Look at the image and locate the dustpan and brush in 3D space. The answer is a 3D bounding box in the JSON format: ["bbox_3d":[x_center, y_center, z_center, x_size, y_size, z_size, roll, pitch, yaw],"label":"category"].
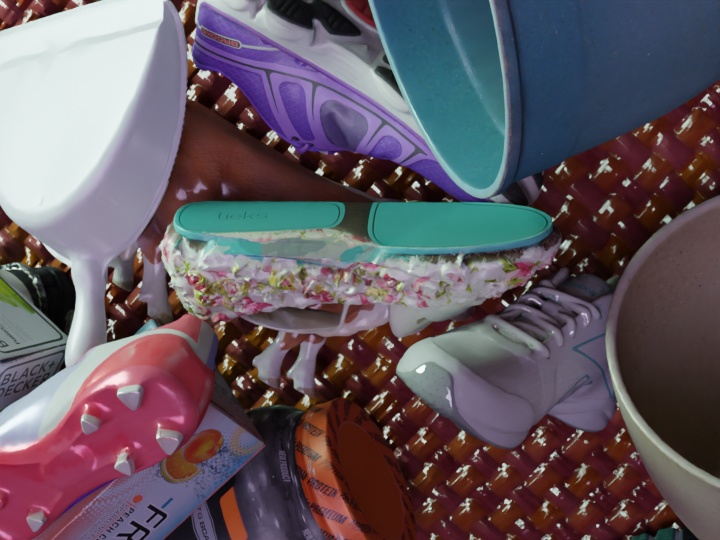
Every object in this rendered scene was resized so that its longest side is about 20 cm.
[{"bbox_3d":[-0.142,-0.031,0.932,0.139,0.057,0.202,-8,67,38],"label":"dustpan and brush"}]

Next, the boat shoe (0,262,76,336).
[{"bbox_3d":[-0.220,0.081,1.036,0.074,0.060,0.201,36,114,24],"label":"boat shoe"}]

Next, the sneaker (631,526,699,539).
[{"bbox_3d":[0.148,0.205,1.012,0.199,0.075,0.088,-20,119,28],"label":"sneaker"}]

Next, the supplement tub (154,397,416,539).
[{"bbox_3d":[-0.077,0.152,1.000,0.199,0.123,0.123,-26,104,19],"label":"supplement tub"}]

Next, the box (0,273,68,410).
[{"bbox_3d":[-0.247,0.086,0.982,0.116,0.060,0.201,39,115,21],"label":"box"}]

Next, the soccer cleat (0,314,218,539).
[{"bbox_3d":[-0.151,0.082,0.891,0.199,0.077,0.067,-26,110,28],"label":"soccer cleat"}]

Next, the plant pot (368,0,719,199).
[{"bbox_3d":[0.109,-0.157,0.804,0.186,0.200,0.202,-19,108,-11],"label":"plant pot"}]

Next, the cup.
[{"bbox_3d":[0.221,0.077,0.889,0.198,0.201,0.144,1,137,11],"label":"cup"}]

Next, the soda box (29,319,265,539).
[{"bbox_3d":[-0.148,0.123,0.940,0.200,0.069,0.064,-42,139,5],"label":"soda box"}]

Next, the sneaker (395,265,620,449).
[{"bbox_3d":[0.084,0.035,0.895,0.070,0.200,0.081,37,109,24],"label":"sneaker"}]

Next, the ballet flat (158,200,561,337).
[{"bbox_3d":[0.000,0.000,0.894,0.198,0.076,0.064,2,117,12],"label":"ballet flat"}]

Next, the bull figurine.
[{"bbox_3d":[-0.038,-0.007,0.957,0.199,0.065,0.122,30,95,4],"label":"bull figurine"}]

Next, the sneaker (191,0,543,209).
[{"bbox_3d":[0.003,-0.086,0.931,0.199,0.081,0.084,34,130,5],"label":"sneaker"}]
